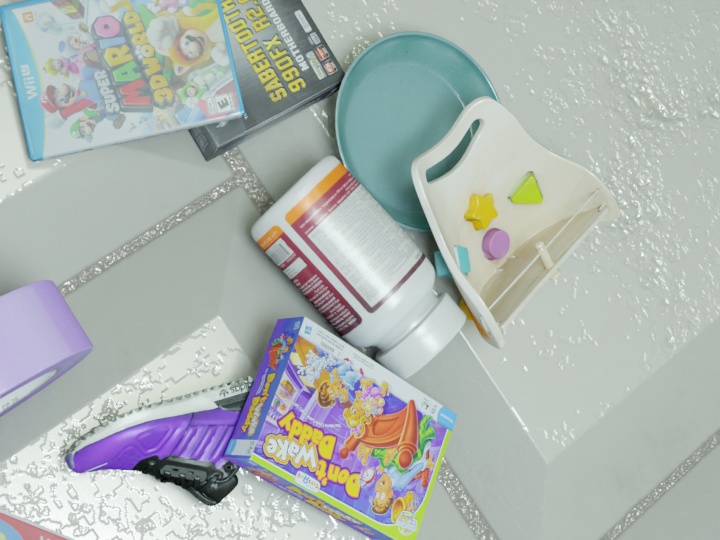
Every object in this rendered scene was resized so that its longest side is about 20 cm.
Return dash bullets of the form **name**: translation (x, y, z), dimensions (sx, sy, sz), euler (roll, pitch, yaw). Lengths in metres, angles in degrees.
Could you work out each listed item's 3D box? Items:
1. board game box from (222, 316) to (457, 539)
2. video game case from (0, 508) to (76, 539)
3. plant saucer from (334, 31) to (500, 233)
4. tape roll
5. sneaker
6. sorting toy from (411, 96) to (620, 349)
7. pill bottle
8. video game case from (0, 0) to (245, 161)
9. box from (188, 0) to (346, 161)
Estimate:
- **board game box**: translation (-0.013, 0.148, 1.137), dimensions (0.199, 0.045, 0.136), euler (34, 66, -31)
- **video game case**: translation (-0.295, 0.279, 0.980), dimensions (0.142, 0.017, 0.202), euler (31, 41, -30)
- **plant saucer**: translation (0.056, -0.135, 1.262), dimensions (0.198, 0.036, 0.203), euler (3, 83, -27)
- **tape roll**: translation (-0.310, 0.088, 0.988), dimensions (0.199, 0.200, 0.066), euler (-32, 88, -24)
- **sneaker**: translation (-0.153, 0.161, 1.102), dimensions (0.198, 0.069, 0.101), euler (-15, 85, -23)
- **sorting toy**: translation (0.125, -0.062, 1.213), dimensions (0.200, 0.106, 0.181), euler (-44, 116, -25)
- **pill bottle**: translation (0.000, 0.000, 1.178), dimensions (0.200, 0.109, 0.110), euler (48, 66, -4)
- **video game case**: translation (-0.217, -0.190, 1.154), dimensions (0.198, 0.018, 0.145), euler (-13, 88, -5)
- **box**: translation (-0.130, -0.230, 1.220), dimensions (0.158, 0.048, 0.201), euler (-30, 88, -25)
